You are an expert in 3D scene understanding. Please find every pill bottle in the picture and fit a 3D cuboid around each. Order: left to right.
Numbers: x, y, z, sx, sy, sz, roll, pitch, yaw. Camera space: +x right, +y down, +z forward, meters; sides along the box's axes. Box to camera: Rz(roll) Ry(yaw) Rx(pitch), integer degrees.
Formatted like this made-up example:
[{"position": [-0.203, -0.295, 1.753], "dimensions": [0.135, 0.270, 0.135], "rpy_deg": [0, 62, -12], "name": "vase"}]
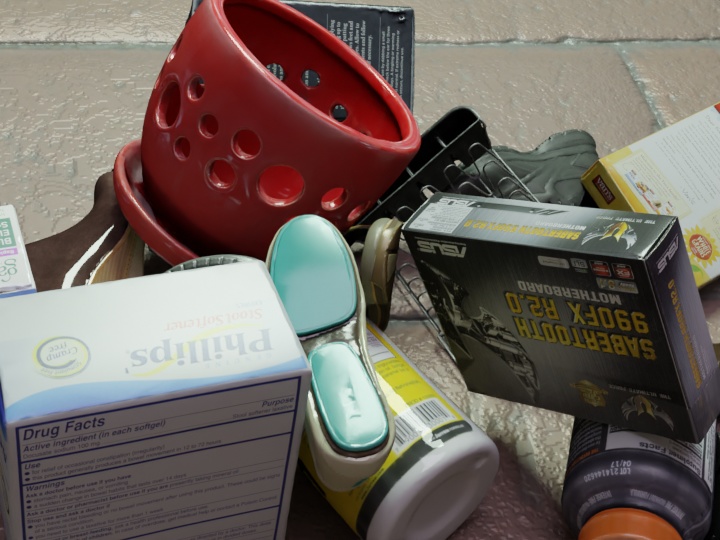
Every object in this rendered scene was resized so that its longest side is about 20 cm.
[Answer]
[{"position": [-0.005, 0.102, 0.934], "dimensions": [0.114, 0.115, 0.200], "rpy_deg": [-24, 53, -32], "name": "pill bottle"}, {"position": [0.203, 0.138, 0.944], "dimensions": [0.106, 0.107, 0.200], "rpy_deg": [15, 43, 5], "name": "pill bottle"}]

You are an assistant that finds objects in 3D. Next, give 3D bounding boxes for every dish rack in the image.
[{"position": [0.089, -0.023, 1.077], "dimensions": [0.153, 0.055, 0.200], "rpy_deg": [-41, 54, 8], "name": "dish rack"}]

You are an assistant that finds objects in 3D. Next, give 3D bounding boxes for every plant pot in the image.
[{"position": [-0.080, -0.093, 1.025], "dimensions": [0.200, 0.183, 0.201], "rpy_deg": [30, 26, -16], "name": "plant pot"}]

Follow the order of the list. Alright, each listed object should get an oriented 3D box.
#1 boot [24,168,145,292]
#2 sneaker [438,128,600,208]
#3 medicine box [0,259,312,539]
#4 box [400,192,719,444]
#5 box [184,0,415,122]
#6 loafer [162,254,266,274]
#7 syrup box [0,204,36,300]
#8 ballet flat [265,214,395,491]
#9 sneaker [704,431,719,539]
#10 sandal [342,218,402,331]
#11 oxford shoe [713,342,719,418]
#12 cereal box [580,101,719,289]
[{"position": [-0.255, -0.011, 1.033], "dimensions": [0.165, 0.073, 0.201], "rpy_deg": [1, 47, -13], "name": "boot"}, {"position": [0.152, -0.066, 1.180], "dimensions": [0.199, 0.076, 0.091], "rpy_deg": [-19, 60, -23], "name": "sneaker"}, {"position": [-0.140, 0.108, 0.836], "dimensions": [0.181, 0.201, 0.103], "rpy_deg": [-9, 46, -20], "name": "medicine box"}, {"position": [0.138, 0.029, 0.896], "dimensions": [0.199, 0.159, 0.048], "rpy_deg": [10, 44, 42], "name": "box"}, {"position": [-0.061, -0.184, 1.187], "dimensions": [0.199, 0.105, 0.148], "rpy_deg": [1, 2, -9], "name": "box"}, {"position": [-0.138, 0.053, 0.936], "dimensions": [0.199, 0.070, 0.076], "rpy_deg": [-25, 64, 14], "name": "loafer"}, {"position": [-0.258, 0.058, 0.866], "dimensions": [0.078, 0.201, 0.082], "rpy_deg": [-9, 46, -19], "name": "syrup box"}, {"position": [-0.023, 0.056, 0.860], "dimensions": [0.069, 0.070, 0.201], "rpy_deg": [-2, 52, -14], "name": "ballet flat"}, {"position": [0.290, 0.202, 0.921], "dimensions": [0.087, 0.076, 0.200], "rpy_deg": [17, 43, -2], "name": "sneaker"}, {"position": [0.000, 0.000, 0.992], "dimensions": [0.054, 0.200, 0.081], "rpy_deg": [8, 81, 1], "name": "sandal"}, {"position": [0.309, 0.076, 1.049], "dimensions": [0.199, 0.085, 0.073], "rpy_deg": [8, 44, -1], "name": "oxford shoe"}, {"position": [0.315, -0.068, 1.201], "dimensions": [0.199, 0.040, 0.144], "rpy_deg": [-24, 75, -33], "name": "cereal box"}]
